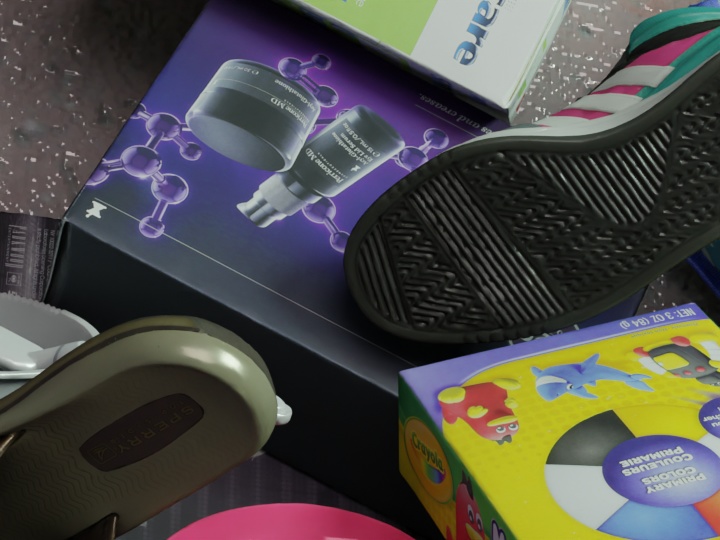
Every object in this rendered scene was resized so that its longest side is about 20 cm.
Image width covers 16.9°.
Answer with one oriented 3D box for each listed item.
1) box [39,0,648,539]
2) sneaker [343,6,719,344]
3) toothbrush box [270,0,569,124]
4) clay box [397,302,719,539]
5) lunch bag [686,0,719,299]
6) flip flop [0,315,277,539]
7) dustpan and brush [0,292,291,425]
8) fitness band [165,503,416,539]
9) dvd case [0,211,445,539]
[{"bbox_3d":[0.000,0.000,0.911,0.199,0.079,0.142,27,55,2],"label":"box"},{"bbox_3d":[0.090,-0.039,0.870,0.199,0.121,0.084,-22,94,7],"label":"sneaker"},{"bbox_3d":[-0.010,-0.141,0.970,0.199,0.146,0.087,26,92,2],"label":"toothbrush box"},{"bbox_3d":[0.099,0.086,0.751,0.114,0.048,0.200,-12,31,-17],"label":"clay box"},{"bbox_3d":[0.223,-0.045,1.005,0.170,0.127,0.201,-32,85,-35],"label":"lunch bag"},{"bbox_3d":[-0.107,0.086,0.770,0.081,0.199,0.058,39,31,-34],"label":"flip flop"},{"bbox_3d":[-0.118,0.033,0.818,0.199,0.058,0.139,22,16,16],"label":"dustpan and brush"},{"bbox_3d":[-0.012,0.166,0.751,0.143,0.038,0.201,3,54,-19],"label":"fitness band"},{"bbox_3d":[-0.046,0.054,0.916,0.199,0.016,0.149,7,54,-11],"label":"dvd case"}]
